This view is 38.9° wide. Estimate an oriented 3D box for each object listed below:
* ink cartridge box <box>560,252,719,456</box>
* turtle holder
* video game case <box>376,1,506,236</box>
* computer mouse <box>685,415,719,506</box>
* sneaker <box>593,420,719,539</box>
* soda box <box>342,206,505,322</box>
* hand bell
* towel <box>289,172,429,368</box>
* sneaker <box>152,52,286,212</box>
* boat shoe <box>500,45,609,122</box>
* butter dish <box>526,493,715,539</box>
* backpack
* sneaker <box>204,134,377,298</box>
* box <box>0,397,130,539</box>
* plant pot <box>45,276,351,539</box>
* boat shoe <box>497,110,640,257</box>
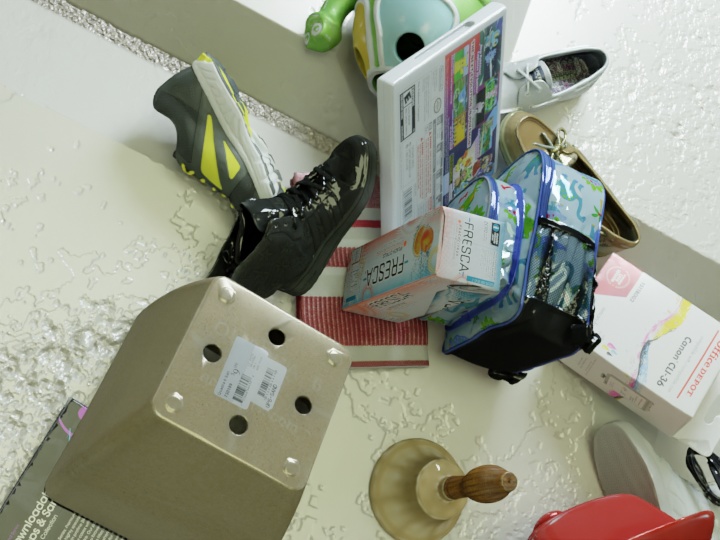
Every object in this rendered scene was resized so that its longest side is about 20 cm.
[{"bbox_3d":[0.316,0.089,1.077,0.199,0.068,0.117,35,66,13],"label":"ink cartridge box"},{"bbox_3d":[0.045,-0.249,1.054,0.184,0.141,0.133,24,71,-15],"label":"turtle holder"},{"bbox_3d":[0.082,-0.140,1.014,0.023,0.202,0.182,28,50,31],"label":"video game case"},{"bbox_3d":[0.358,0.160,1.103,0.058,0.034,0.202,-2,59,-13],"label":"computer mouse"},{"bbox_3d":[0.334,0.238,1.089,0.115,0.074,0.202,-22,82,-37],"label":"sneaker"},{"bbox_3d":[0.053,0.000,0.943,0.068,0.200,0.064,13,75,-22],"label":"soda box"},{"bbox_3d":[0.090,0.199,0.929,0.103,0.200,0.106,5,76,-19],"label":"hand bell"},{"bbox_3d":[0.000,0.000,1.043,0.142,0.023,0.203,1,78,-22],"label":"towel"},{"bbox_3d":[-0.135,-0.107,1.002,0.084,0.074,0.202,-23,96,8],"label":"sneaker"},{"bbox_3d":[0.192,-0.208,1.136,0.198,0.068,0.073,-13,82,-22],"label":"boat shoe"},{"bbox_3d":[0.222,0.296,0.994,0.198,0.148,0.202,-15,126,-22],"label":"butter dish"},{"bbox_3d":[0.153,-0.016,1.015,0.146,0.183,0.202,25,65,-14],"label":"backpack"},{"bbox_3d":[-0.066,-0.047,0.944,0.104,0.060,0.201,22,100,-45],"label":"sneaker"},{"bbox_3d":[-0.212,0.226,0.902,0.199,0.036,0.144,34,67,-11],"label":"box"},{"bbox_3d":[-0.116,0.123,0.859,0.199,0.177,0.201,31,53,-12],"label":"plant pot"},{"bbox_3d":[0.231,-0.099,1.114,0.200,0.063,0.074,44,70,-15],"label":"boat shoe"}]
